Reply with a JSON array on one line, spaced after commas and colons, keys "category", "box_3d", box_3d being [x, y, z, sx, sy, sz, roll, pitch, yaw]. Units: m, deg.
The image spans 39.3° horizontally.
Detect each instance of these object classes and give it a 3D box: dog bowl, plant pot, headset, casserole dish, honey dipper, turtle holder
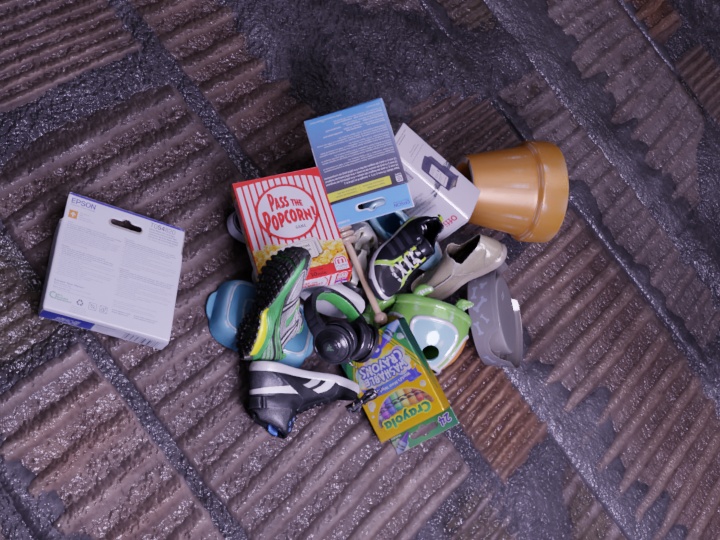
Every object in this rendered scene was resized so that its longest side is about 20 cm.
[{"category": "dog bowl", "box_3d": [0.246, 0.083, 1.847, 0.200, 0.058, 0.201, -10, 90, -71]}, {"category": "plant pot", "box_3d": [0.281, -0.157, 1.979, 0.182, 0.200, 0.201, 1, 66, -16]}, {"category": "headset", "box_3d": [-0.029, 0.123, 1.608, 0.123, 0.094, 0.200, 3, 51, -53]}, {"category": "casserole dish", "box_3d": [-0.155, 0.084, 1.645, 0.199, 0.039, 0.122, 25, 57, -23]}, {"category": "honey dipper", "box_3d": [0.000, 0.000, 1.713, 0.038, 0.038, 0.201, -16, 76, -38]}, {"category": "turtle holder", "box_3d": [0.100, 0.101, 1.745, 0.185, 0.141, 0.132, 27, 70, -35]}]

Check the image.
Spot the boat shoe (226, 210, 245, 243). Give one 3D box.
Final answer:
[{"category": "boat shoe", "box_3d": [-0.129, -0.082, 1.725, 0.199, 0.068, 0.072, 6, 64, -32]}]

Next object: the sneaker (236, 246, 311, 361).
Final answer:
[{"category": "sneaker", "box_3d": [-0.122, 0.052, 1.567, 0.085, 0.201, 0.078, 12, 24, -34]}]

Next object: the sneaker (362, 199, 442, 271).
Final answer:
[{"category": "sneaker", "box_3d": [0.074, -0.061, 1.828, 0.200, 0.074, 0.082, 42, 17, -15]}]

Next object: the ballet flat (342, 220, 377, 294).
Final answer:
[{"category": "ballet flat", "box_3d": [-0.002, -0.032, 1.787, 0.068, 0.068, 0.201, 24, 55, -23]}]

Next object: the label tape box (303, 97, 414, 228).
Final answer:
[{"category": "label tape box", "box_3d": [-0.001, -0.178, 1.731, 0.143, 0.066, 0.201, -17, 80, 0]}]

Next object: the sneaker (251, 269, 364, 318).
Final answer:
[{"category": "sneaker", "box_3d": [-0.080, 0.010, 1.702, 0.199, 0.075, 0.089, 23, 48, -11]}]

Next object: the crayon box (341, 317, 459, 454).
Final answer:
[{"category": "crayon box", "box_3d": [0.061, 0.195, 1.676, 0.201, 0.125, 0.052, 62, 16, 7]}]

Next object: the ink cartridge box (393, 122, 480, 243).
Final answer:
[{"category": "ink cartridge box", "box_3d": [0.100, -0.151, 1.866, 0.200, 0.145, 0.084, 40, 50, -11]}]

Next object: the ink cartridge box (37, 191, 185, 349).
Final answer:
[{"category": "ink cartridge box", "box_3d": [-0.374, 0.002, 1.534, 0.199, 0.041, 0.201, 19, 58, -25]}]

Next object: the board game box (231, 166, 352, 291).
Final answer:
[{"category": "board game box", "box_3d": [-0.115, -0.062, 1.656, 0.151, 0.046, 0.201, -14, 68, -15]}]

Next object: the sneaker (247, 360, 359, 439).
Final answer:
[{"category": "sneaker", "box_3d": [-0.096, 0.217, 1.607, 0.199, 0.073, 0.112, 16, 72, -30]}]

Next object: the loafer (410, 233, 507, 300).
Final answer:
[{"category": "loafer", "box_3d": [0.166, -0.009, 1.811, 0.068, 0.200, 0.076, 47, 26, -25]}]

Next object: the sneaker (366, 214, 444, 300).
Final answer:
[{"category": "sneaker", "box_3d": [0.081, -0.033, 1.720, 0.072, 0.083, 0.200, 51, 50, -23]}]
